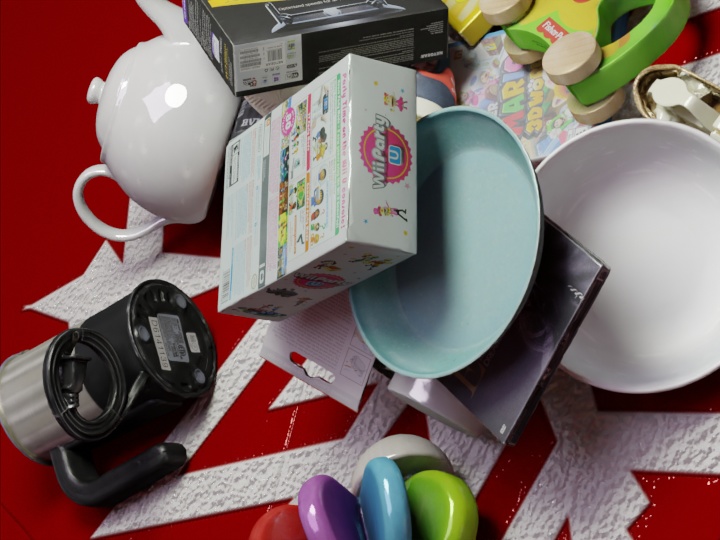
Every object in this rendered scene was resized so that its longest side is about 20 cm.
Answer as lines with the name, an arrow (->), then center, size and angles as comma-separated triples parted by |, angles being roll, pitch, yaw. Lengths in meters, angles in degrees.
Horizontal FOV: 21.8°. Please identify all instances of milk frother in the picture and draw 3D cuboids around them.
milk frother -> -0.263, 0.108, 1.712 | 0.187, 0.199, 0.182 | -28, 52, 30

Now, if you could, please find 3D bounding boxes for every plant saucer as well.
plant saucer -> 0.068, -0.018, 1.368 | 0.199, 0.036, 0.202 | -16, 68, 45

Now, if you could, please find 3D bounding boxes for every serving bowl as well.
serving bowl -> 0.209, -0.008, 1.381 | 0.198, 0.066, 0.202 | -2, 83, 16

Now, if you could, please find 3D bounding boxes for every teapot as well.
teapot -> -0.194, -0.145, 1.798 | 0.198, 0.145, 0.202 | 116, 170, -69

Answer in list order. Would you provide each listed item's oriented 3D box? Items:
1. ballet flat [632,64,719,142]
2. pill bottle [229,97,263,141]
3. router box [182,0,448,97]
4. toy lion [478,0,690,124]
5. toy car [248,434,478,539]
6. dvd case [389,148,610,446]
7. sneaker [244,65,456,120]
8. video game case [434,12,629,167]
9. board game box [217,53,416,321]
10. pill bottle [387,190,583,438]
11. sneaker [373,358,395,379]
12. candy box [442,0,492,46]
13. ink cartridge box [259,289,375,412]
ballet flat -> 0.274, -0.105, 1.417 | 0.071, 0.065, 0.200 | -56, 40, 0
pill bottle -> -0.060, -0.141, 1.742 | 0.106, 0.106, 0.202 | -2, 64, 44
router box -> -0.042, -0.225, 1.643 | 0.198, 0.053, 0.157 | -12, 35, -17
toy lion -> 0.208, -0.235, 1.550 | 0.191, 0.069, 0.200 | -38, 37, 2
toy car -> -0.008, 0.215, 1.423 | 0.199, 0.150, 0.176 | -36, 44, 22
dvd case -> 0.086, 0.012, 1.380 | 0.200, 0.016, 0.150 | 43, 113, 45
sneaker -> -0.009, -0.166, 1.663 | 0.198, 0.075, 0.085 | 15, 54, 10
video game case -> 0.137, -0.150, 1.618 | 0.199, 0.018, 0.144 | -10, 59, 41
board game box -> -0.035, -0.058, 1.425 | 0.200, 0.064, 0.149 | -28, 57, 55
pill bottle -> 0.103, 0.024, 1.468 | 0.111, 0.111, 0.201 | 21, 80, 49
sneaker -> 0.009, 0.022, 1.600 | 0.089, 0.077, 0.200 | -48, 43, -7
candy box -> 0.144, -0.301, 1.692 | 0.200, 0.026, 0.102 | -46, 40, 7
ink cartridge box -> 0.000, 0.000, 1.511 | 0.108, 0.050, 0.201 | 28, 109, 25
